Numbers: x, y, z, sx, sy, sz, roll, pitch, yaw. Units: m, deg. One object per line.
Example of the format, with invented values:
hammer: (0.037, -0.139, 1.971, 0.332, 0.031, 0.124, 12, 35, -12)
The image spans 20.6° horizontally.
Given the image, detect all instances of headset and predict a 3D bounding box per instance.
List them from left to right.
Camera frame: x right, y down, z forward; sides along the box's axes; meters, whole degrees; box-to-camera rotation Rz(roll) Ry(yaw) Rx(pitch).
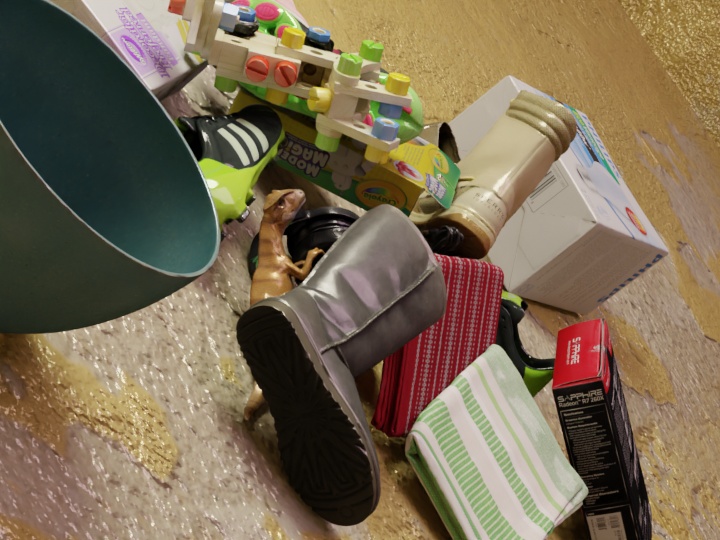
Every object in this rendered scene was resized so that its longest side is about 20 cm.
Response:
headset: (0.000, 0.000, 1.571, 0.200, 0.094, 0.124, -5, 61, -54)

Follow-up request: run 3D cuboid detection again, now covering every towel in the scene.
towel: (0.065, 0.060, 1.596, 0.200, 0.022, 0.146, 8, 91, -66)
towel: (0.109, 0.157, 1.581, 0.153, 0.023, 0.200, 60, 32, -3)

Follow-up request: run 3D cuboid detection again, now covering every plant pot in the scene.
plant pot: (-0.196, -0.041, 1.135, 0.200, 0.135, 0.200, 45, 21, -22)

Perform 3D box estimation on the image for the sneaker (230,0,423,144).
sneaker: (-0.035, -0.156, 1.636, 0.199, 0.077, 0.084, 34, 2, 15)

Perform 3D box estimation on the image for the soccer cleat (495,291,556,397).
soccer cleat: (0.097, 0.031, 1.755, 0.200, 0.081, 0.068, 51, 20, -7)

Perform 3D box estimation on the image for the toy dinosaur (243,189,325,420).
toy dinosaur: (-0.061, 0.041, 1.435, 0.106, 0.060, 0.201, 32, 50, -42)

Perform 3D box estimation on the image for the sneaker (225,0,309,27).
sneaker: (-0.125, -0.252, 1.750, 0.200, 0.075, 0.105, 40, 10, -18)

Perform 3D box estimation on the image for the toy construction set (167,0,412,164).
toy construction set: (-0.060, -0.154, 1.496, 0.199, 0.092, 0.131, 28, 20, -12)

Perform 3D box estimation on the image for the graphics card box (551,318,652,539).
graphics card box: (0.213, 0.160, 1.742, 0.126, 0.051, 0.201, -72, 147, -67)

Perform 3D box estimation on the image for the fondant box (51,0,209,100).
fondant box: (-0.190, -0.196, 1.521, 0.145, 0.058, 0.200, 52, 21, -4)

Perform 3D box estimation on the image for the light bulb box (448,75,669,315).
light bulb box: (0.198, -0.075, 2.098, 0.200, 0.125, 0.199, 15, 43, -59)

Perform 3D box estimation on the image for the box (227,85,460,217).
box: (-0.012, -0.104, 1.680, 0.199, 0.049, 0.117, 26, 23, -1)

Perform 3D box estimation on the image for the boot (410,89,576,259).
boot: (0.112, -0.084, 1.786, 0.073, 0.156, 0.200, 40, -11, -9)

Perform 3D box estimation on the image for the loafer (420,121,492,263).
loafer: (0.085, -0.067, 1.912, 0.076, 0.067, 0.201, 23, 36, -55)

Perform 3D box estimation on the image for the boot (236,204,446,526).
boot: (0.004, 0.063, 1.414, 0.200, 0.072, 0.183, -34, 108, -61)

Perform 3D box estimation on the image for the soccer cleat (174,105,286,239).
soccer cleat: (-0.109, -0.092, 1.503, 0.081, 0.067, 0.200, 43, 23, -12)
